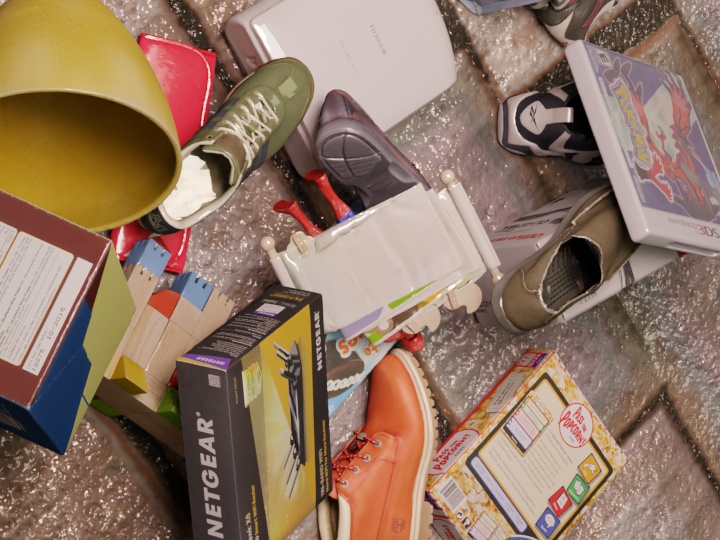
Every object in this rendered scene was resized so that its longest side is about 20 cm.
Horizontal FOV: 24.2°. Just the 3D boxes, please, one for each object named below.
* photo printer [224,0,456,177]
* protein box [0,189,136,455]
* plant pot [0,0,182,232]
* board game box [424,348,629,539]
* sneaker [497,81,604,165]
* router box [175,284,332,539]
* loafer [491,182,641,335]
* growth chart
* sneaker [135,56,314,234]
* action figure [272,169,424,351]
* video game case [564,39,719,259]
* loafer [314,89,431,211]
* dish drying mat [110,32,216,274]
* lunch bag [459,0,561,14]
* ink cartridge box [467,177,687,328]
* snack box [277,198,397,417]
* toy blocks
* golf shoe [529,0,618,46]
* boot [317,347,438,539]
[{"bbox_3d":[-0.008,-0.203,1.547,0.199,0.069,0.167,-35,107,-27],"label":"photo printer"},{"bbox_3d":[-0.293,0.023,1.256,0.199,0.199,0.136,24,75,4],"label":"protein box"},{"bbox_3d":[-0.245,-0.141,1.352,0.199,0.200,0.143,15,53,-30],"label":"plant pot"},{"bbox_3d":[0.157,0.200,1.654,0.200,0.046,0.152,-44,110,-24],"label":"board game box"},{"bbox_3d":[0.248,-0.150,1.666,0.198,0.129,0.080,6,87,-31],"label":"sneaker"},{"bbox_3d":[-0.086,0.135,1.434,0.157,0.052,0.202,-39,133,-52],"label":"router box"},{"bbox_3d":[0.205,-0.011,1.505,0.200,0.069,0.075,-43,107,-25],"label":"loafer"},{"bbox_3d":[0.025,-0.001,1.487,0.199,0.018,0.146,-23,115,-6],"label":"growth chart"},{"bbox_3d":[-0.108,-0.101,1.425,0.200,0.090,0.067,-44,105,-6],"label":"sneaker"},{"bbox_3d":[0.000,0.000,1.519,0.065,0.052,0.200,-45,114,-18],"label":"action figure"},{"bbox_3d":[0.277,-0.109,1.561,0.181,0.023,0.201,9,57,-48],"label":"video game case"},{"bbox_3d":[0.023,-0.087,1.506,0.200,0.071,0.063,49,29,-46],"label":"loafer"},{"bbox_3d":[-0.173,-0.102,1.476,0.076,0.018,0.202,11,84,-29],"label":"dish drying mat"},{"bbox_3d":[0.163,-0.342,1.578,0.127,0.199,0.171,32,73,-26],"label":"lunch bag"},{"bbox_3d":[0.213,-0.022,1.635,0.199,0.144,0.084,-27,101,-29],"label":"ink cartridge box"},{"bbox_3d":[-0.011,0.029,1.560,0.200,0.037,0.116,-48,112,-23],"label":"snack box"},{"bbox_3d":[-0.162,0.065,1.446,0.200,0.100,0.137,40,60,-28],"label":"toy blocks"},{"bbox_3d":[0.240,-0.319,1.709,0.201,0.077,0.088,-53,134,-18],"label":"golf shoe"},{"bbox_3d":[0.011,0.172,1.555,0.106,0.075,0.202,2,89,-26],"label":"boot"}]
